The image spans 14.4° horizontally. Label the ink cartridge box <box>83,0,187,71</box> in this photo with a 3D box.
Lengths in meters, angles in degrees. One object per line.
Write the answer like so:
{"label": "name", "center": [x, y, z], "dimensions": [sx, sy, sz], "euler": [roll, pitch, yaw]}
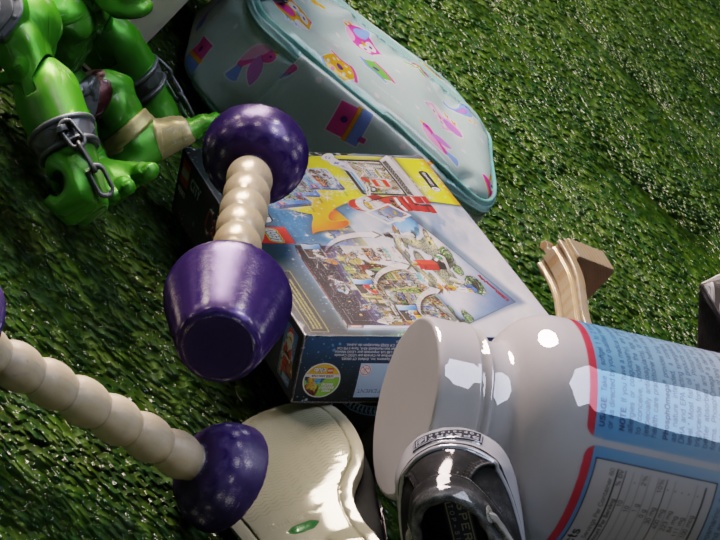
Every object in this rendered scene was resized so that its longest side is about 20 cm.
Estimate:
{"label": "ink cartridge box", "center": [-0.119, -0.220, 1.502], "dimensions": [0.145, 0.200, 0.083], "euler": [41, 26, -12]}

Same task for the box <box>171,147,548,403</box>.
{"label": "box", "center": [0.000, 0.000, 1.412], "dimensions": [0.136, 0.038, 0.200], "euler": [1, 28, -22]}

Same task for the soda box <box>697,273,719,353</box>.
{"label": "soda box", "center": [0.216, 0.073, 1.474], "dimensions": [0.200, 0.063, 0.071], "euler": [81, -15, -56]}

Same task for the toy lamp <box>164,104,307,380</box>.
{"label": "toy lamp", "center": [-0.055, -0.012, 1.295], "dimensions": [0.058, 0.058, 0.200], "euler": [40, 23, -15]}

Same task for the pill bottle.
{"label": "pill bottle", "center": [0.112, 0.081, 1.278], "dimensions": [0.199, 0.109, 0.109], "euler": [13, 31, -17]}

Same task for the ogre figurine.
{"label": "ogre figurine", "center": [-0.139, -0.095, 1.393], "dimensions": [0.120, 0.098, 0.200], "euler": [61, 34, -9]}

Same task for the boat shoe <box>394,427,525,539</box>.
{"label": "boat shoe", "center": [0.060, 0.167, 1.215], "dimensions": [0.068, 0.073, 0.200], "euler": [-85, 166, -64]}

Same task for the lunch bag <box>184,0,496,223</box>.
{"label": "lunch bag", "center": [-0.011, -0.101, 1.662], "dimensions": [0.200, 0.077, 0.160], "euler": [40, 21, -15]}

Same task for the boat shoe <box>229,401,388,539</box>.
{"label": "boat shoe", "center": [-0.021, 0.126, 1.263], "dimensions": [0.200, 0.072, 0.068], "euler": [-113, -172, -58]}

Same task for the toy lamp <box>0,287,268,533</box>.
{"label": "toy lamp", "center": [-0.126, 0.051, 1.187], "dimensions": [0.200, 0.058, 0.058], "euler": [31, 25, -34]}

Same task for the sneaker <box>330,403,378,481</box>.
{"label": "sneaker", "center": [0.011, 0.029, 1.468], "dimensions": [0.082, 0.073, 0.200], "euler": [40, 20, -9]}

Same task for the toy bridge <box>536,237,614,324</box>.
{"label": "toy bridge", "center": [0.138, 0.053, 1.477], "dimensions": [0.067, 0.027, 0.200], "euler": [19, 30, -43]}
